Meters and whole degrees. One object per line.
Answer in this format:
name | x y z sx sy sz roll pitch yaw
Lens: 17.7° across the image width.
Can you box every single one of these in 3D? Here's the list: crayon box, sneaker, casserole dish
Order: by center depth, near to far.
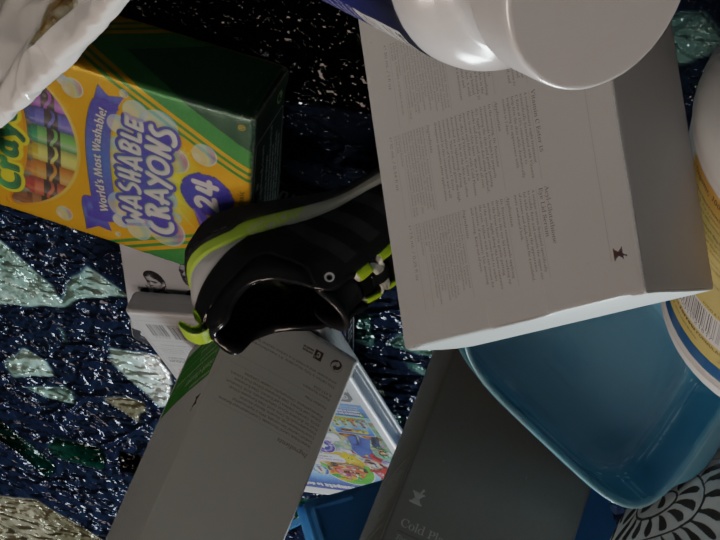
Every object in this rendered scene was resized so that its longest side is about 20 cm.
sneaker | 0.000 0.000 1.233 0.199 0.083 0.072 -17 136 7
casserole dish | 0.123 0.041 1.248 0.200 0.121 0.039 43 167 -29
crayon box | -0.143 -0.079 1.282 0.199 0.052 0.126 18 137 13

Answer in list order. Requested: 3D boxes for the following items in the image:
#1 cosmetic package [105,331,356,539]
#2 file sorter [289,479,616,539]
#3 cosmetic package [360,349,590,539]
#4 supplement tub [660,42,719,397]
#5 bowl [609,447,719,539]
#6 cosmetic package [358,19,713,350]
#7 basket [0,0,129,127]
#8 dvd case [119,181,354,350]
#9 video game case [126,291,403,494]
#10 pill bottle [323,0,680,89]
cosmetic package | -0.086 0.132 1.356 0.085 0.201 0.108 30 148 -11
file sorter | 0.048 0.196 1.412 0.199 0.140 0.123 -13 168 -29
cosmetic package | 0.069 0.126 1.312 0.106 0.201 0.090 24 152 -5
supplement tub | 0.214 -0.034 1.035 0.144 0.145 0.200 18 149 11
bowl | 0.233 0.151 1.328 0.199 0.095 0.201 9 161 3
cosmetic package | 0.072 -0.075 1.037 0.051 0.202 0.150 -2 171 -40
basket | -0.181 -0.204 1.038 0.199 0.162 0.198 33 149 -16
dvd case | -0.076 0.003 1.409 0.149 0.025 0.201 18 147 11
video game case | -0.047 0.083 1.471 0.142 0.018 0.200 4 144 30
pill bottle | 0.035 -0.149 0.948 0.200 0.116 0.116 32 162 46
